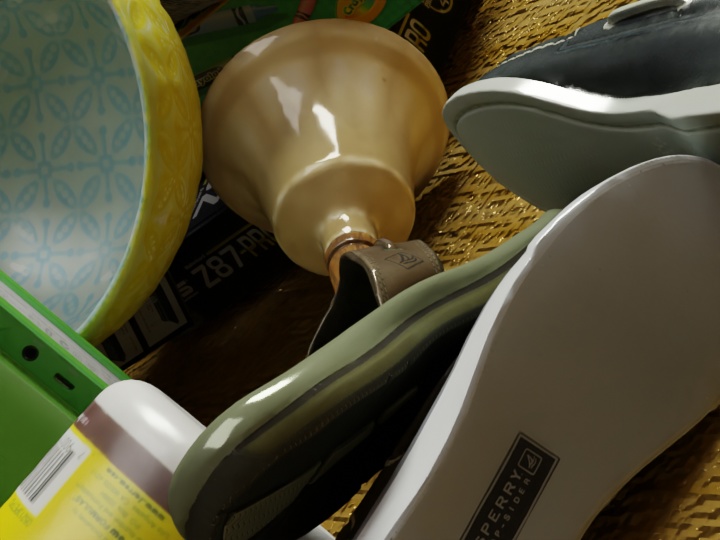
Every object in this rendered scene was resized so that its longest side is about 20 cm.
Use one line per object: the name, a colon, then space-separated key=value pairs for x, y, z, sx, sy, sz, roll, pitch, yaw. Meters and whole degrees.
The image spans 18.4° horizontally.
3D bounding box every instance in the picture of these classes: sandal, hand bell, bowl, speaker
sandal: x=0.006 y=0.019 z=0.652 sx=0.201 sy=0.057 sz=0.080 roll=-24 pitch=-36 yaw=-53
hand bell: x=0.000 y=0.000 z=0.826 sx=0.104 sy=0.104 sz=0.200 roll=-42 pitch=32 yaw=19
bowl: x=-0.133 y=-0.053 z=0.902 sx=0.200 sy=0.200 sz=0.108 roll=-38 pitch=-16 yaw=29
speaker: x=-0.137 y=0.052 z=0.802 sx=0.088 sy=0.200 sz=0.088 roll=-42 pitch=19 yaw=18

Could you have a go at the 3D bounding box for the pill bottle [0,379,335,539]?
pill bottle: x=-0.095 y=0.139 z=0.673 sx=0.200 sy=0.109 sz=0.109 roll=-50 pitch=18 yaw=-4

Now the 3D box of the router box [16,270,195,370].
router box: x=-0.190 y=0.010 z=1.013 sx=0.157 sy=0.052 sz=0.200 roll=-34 pitch=36 yaw=-14

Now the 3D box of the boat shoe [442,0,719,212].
boat shoe: x=0.100 y=-0.051 z=0.684 sx=0.200 sy=0.076 sz=0.060 roll=10 pitch=60 yaw=56

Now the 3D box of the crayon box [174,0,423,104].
crayon box: x=-0.046 y=-0.123 z=1.029 sx=0.200 sy=0.058 sz=0.119 roll=-34 pitch=25 yaw=33

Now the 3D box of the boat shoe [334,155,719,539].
boat shoe: x=0.042 y=0.053 z=0.615 sx=0.200 sy=0.070 sz=0.066 roll=-58 pitch=12 yaw=-20

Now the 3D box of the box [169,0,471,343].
box: x=-0.025 y=-0.076 z=1.057 sx=0.161 sy=0.049 sz=0.200 roll=-33 pitch=25 yaw=43

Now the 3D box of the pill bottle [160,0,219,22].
pill bottle: x=-0.087 y=-0.163 z=0.938 sx=0.200 sy=0.113 sz=0.113 roll=-14 pitch=38 yaw=55
